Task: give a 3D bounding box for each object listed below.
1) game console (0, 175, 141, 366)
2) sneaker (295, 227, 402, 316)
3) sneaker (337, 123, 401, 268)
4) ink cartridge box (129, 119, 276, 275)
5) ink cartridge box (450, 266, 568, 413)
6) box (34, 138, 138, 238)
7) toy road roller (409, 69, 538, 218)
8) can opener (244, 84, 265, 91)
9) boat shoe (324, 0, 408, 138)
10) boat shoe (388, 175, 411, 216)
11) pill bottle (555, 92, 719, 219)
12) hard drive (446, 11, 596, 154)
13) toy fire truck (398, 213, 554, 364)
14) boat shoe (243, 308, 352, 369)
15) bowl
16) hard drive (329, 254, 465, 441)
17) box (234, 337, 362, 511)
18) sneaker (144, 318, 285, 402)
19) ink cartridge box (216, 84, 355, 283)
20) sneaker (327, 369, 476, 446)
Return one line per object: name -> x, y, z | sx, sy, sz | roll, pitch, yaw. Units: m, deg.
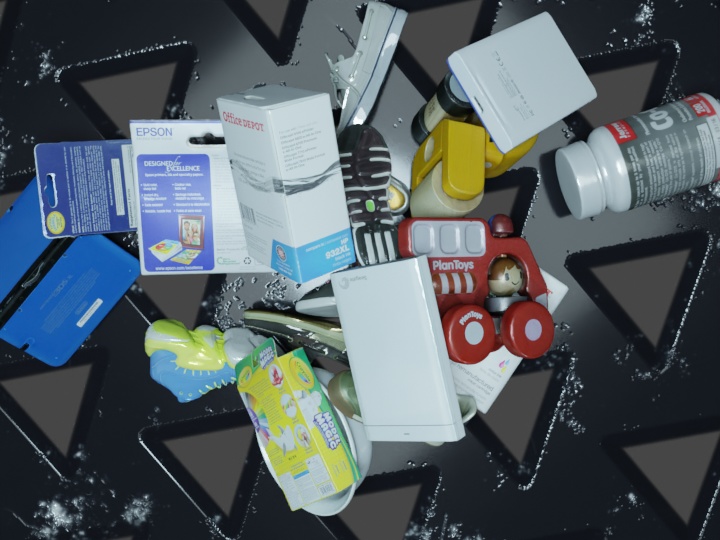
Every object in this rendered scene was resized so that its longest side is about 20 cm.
game console -> -0.435, 0.000, 1.089 | 0.200, 0.118, 0.170 | -48, 123, 5
sneaker -> 0.000, 0.000, 1.055 | 0.197, 0.071, 0.101 | -15, 72, 17
sneaker -> -0.002, -0.074, 0.978 | 0.074, 0.116, 0.203 | -2, 68, -11
ink cartridge box -> -0.192, -0.096, 1.008 | 0.194, 0.047, 0.204 | -1, 106, -5
ink cartridge box -> 0.160, 0.061, 1.039 | 0.144, 0.084, 0.202 | 33, 95, -2
box -> -0.322, -0.111, 1.024 | 0.197, 0.032, 0.124 | -7, 96, -28
toy road roller -> 0.148, -0.146, 0.987 | 0.143, 0.123, 0.204 | 11, 70, -14
can opener -> -0.146, -0.146, 1.040 | 0.052, 0.067, 0.204 | 5, 95, 1
boat shoe -> -0.010, -0.261, 1.023 | 0.085, 0.075, 0.205 | 21, 93, 0
boat shoe -> -0.024, -0.125, 1.036 | 0.198, 0.070, 0.072 | 26, 96, -1
pill bottle -> 0.362, -0.143, 0.999 | 0.197, 0.114, 0.116 | -18, 94, 3
hard drive -> 0.208, -0.241, 0.976 | 0.199, 0.025, 0.133 | -32, 90, -36
toy fire truck -> 0.139, 0.018, 0.919 | 0.197, 0.112, 0.171 | -2, 90, -24
boat shoe -> -0.067, 0.098, 1.057 | 0.197, 0.072, 0.067 | 12, 90, -4
bowl -> -0.049, 0.213, 1.037 | 0.199, 0.090, 0.205 | 15, 112, 41
hard drive -> 0.039, 0.092, 0.875 | 0.131, 0.026, 0.204 | -10, 94, 41
box -> -0.086, 0.188, 0.971 | 0.117, 0.048, 0.202 | -35, 79, 46
sneaker -> -0.203, 0.134, 1.075 | 0.197, 0.076, 0.107 | 14, 114, 0
ink cartridge box -> -0.088, -0.106, 0.910 | 0.083, 0.144, 0.203 | -21, 115, -27
sneaker -> 0.061, 0.158, 0.971 | 0.198, 0.068, 0.090 | 26, 133, -30
